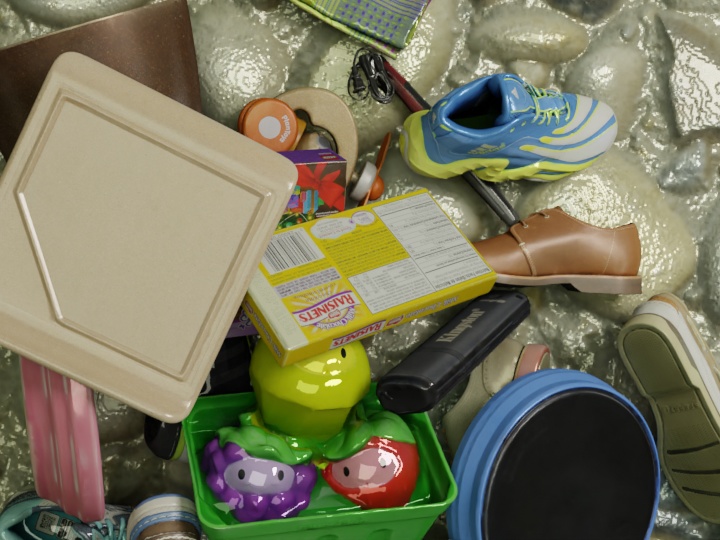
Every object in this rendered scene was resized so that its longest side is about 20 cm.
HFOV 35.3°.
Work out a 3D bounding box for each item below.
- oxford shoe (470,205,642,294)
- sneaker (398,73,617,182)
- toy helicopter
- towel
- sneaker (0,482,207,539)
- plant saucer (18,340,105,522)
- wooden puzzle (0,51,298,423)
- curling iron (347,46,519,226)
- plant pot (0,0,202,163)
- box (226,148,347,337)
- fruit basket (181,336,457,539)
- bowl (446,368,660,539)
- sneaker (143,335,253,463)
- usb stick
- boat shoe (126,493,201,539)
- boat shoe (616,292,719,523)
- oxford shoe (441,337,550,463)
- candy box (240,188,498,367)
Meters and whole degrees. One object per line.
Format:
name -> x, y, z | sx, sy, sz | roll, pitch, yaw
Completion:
oxford shoe -> 0.140, -0.019, 0.948 | 0.197, 0.071, 0.073 | 2, 93, -11
sneaker -> 0.134, -0.116, 0.920 | 0.197, 0.105, 0.077 | -11, 81, -16
toy helicopter -> -0.038, -0.052, 0.957 | 0.130, 0.079, 0.204 | 0, 98, -10
towel -> 0.019, -0.301, 0.975 | 0.142, 0.023, 0.202 | 28, 82, 0
sneaker -> -0.202, 0.227, 0.922 | 0.197, 0.086, 0.079 | 9, 87, -1
plant saucer -> -0.232, 0.093, 0.869 | 0.050, 0.200, 0.204 | -7, 87, -16
wooden puzzle -> -0.163, -0.022, 0.781 | 0.183, 0.037, 0.202 | 26, 85, -7
curling iron -> 0.062, -0.112, 0.970 | 0.200, 0.026, 0.050 | 46, 66, 0
plant pot -> -0.198, -0.093, 0.904 | 0.184, 0.187, 0.203 | -16, 103, -2
box -> -0.108, -0.018, 0.870 | 0.197, 0.039, 0.139 | -7, 113, -26
fruit basket -> -0.035, 0.121, 0.868 | 0.212, 0.156, 0.218 | -9, 129, -11
bowl -> 0.160, 0.182, 0.909 | 0.198, 0.039, 0.204 | -3, 96, -28
sneaker -> -0.119, 0.070, 0.953 | 0.082, 0.072, 0.203 | 18, 88, -24
usb stick -> 0.077, 0.060, 0.887 | 0.055, 0.199, 0.033 | -9, 103, 34
boat shoe -> -0.155, 0.261, 0.876 | 0.071, 0.202, 0.073 | -5, 44, -11
boat shoe -> 0.280, 0.113, 0.939 | 0.068, 0.074, 0.202 | -40, 114, -44
oxford shoe -> 0.101, 0.153, 0.950 | 0.073, 0.071, 0.203 | 15, 85, 22
candy box -> 0.000, 0.000, 0.850 | 0.198, 0.027, 0.103 | -17, 59, -33
